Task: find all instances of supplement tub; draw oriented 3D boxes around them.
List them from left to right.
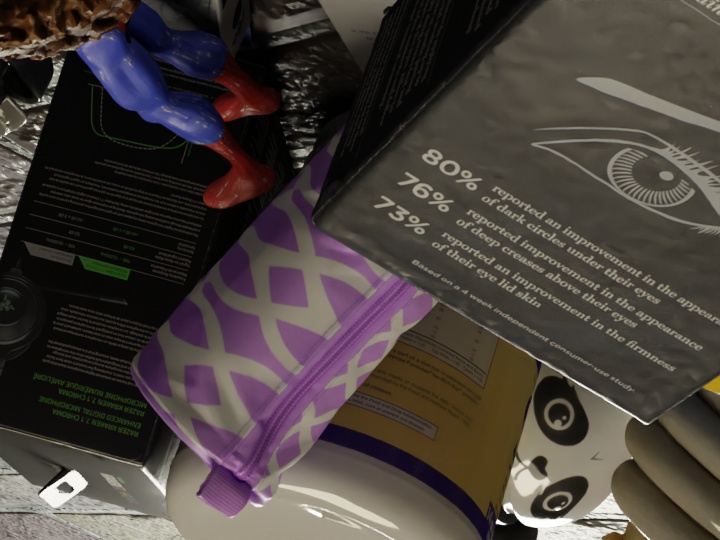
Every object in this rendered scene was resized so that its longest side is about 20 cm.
[{"bbox_3d":[0.008,0.041,1.017,0.144,0.201,0.146,15,151,8],"label":"supplement tub"}]

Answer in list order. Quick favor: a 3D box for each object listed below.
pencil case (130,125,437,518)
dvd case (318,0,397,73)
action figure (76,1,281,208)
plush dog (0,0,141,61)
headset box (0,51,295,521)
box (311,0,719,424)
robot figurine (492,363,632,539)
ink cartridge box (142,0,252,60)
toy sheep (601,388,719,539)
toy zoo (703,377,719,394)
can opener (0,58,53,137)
[{"bbox_3d":[0.000,0.000,0.880,0.084,0.200,0.086,35,-169,-42],"label":"pencil case"},{"bbox_3d":[0.044,-0.117,0.845,0.149,0.025,0.200,9,161,21],"label":"dvd case"},{"bbox_3d":[-0.119,-0.087,0.877,0.098,0.066,0.200,-12,150,22],"label":"action figure"},{"bbox_3d":[-0.132,-0.150,0.670,0.199,0.173,0.160,21,161,-14],"label":"plush dog"},{"bbox_3d":[-0.104,0.015,1.049,0.092,0.201,0.174,14,167,7],"label":"headset box"},{"bbox_3d":[0.100,-0.061,0.724,0.147,0.105,0.200,31,140,-15],"label":"box"},{"bbox_3d":[0.050,0.069,1.206,0.199,0.126,0.150,9,160,23],"label":"robot figurine"},{"bbox_3d":[-0.098,-0.130,0.911,0.099,0.039,0.200,14,162,6],"label":"ink cartridge box"},{"bbox_3d":[0.193,0.087,1.068,0.137,0.201,0.138,33,-173,-5],"label":"toy sheep"},{"bbox_3d":[0.159,-0.005,0.864,0.130,0.021,0.201,14,139,22],"label":"toy zoo"},{"bbox_3d":[-0.212,-0.134,0.993,0.053,0.067,0.200,0,141,42],"label":"can opener"}]
